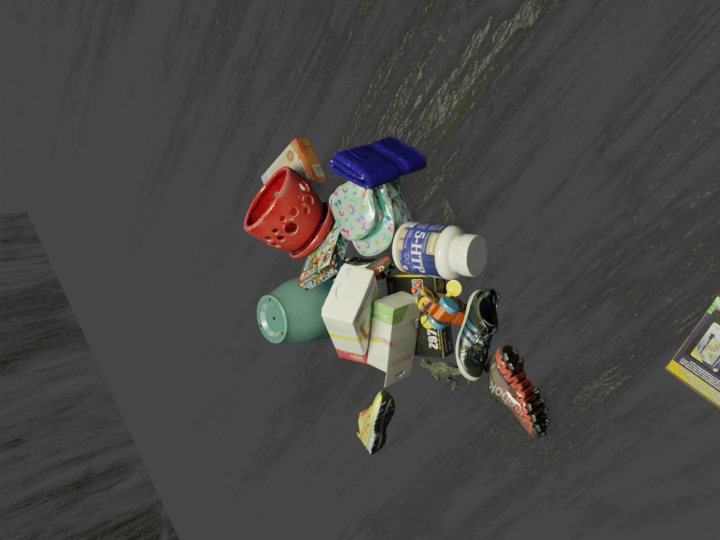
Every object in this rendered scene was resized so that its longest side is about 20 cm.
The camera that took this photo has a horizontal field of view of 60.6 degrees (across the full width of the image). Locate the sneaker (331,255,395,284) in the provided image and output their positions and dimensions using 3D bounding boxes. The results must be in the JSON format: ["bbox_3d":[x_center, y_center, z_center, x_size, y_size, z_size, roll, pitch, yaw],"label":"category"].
[{"bbox_3d":[0.000,0.000,1.540,0.199,0.070,0.099,-30,86,36],"label":"sneaker"}]

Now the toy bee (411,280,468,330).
[{"bbox_3d":[0.170,0.068,1.379,0.131,0.200,0.109,-41,57,10],"label":"toy bee"}]

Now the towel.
[{"bbox_3d":[0.041,-0.255,1.420,0.147,0.198,0.050,31,133,34],"label":"towel"}]

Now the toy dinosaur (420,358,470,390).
[{"bbox_3d":[0.216,0.241,1.452,0.088,0.048,0.199,38,156,-19],"label":"toy dinosaur"}]

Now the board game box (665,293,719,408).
[{"bbox_3d":[0.644,0.158,1.018,0.200,0.056,0.167,41,128,30],"label":"board game box"}]

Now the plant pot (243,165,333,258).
[{"bbox_3d":[-0.184,-0.142,1.631,0.182,0.203,0.199,37,140,-24],"label":"plant pot"}]

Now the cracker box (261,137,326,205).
[{"bbox_3d":[-0.192,-0.263,1.752,0.199,0.057,0.136,-36,75,43],"label":"cracker box"}]

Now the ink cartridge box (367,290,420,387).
[{"bbox_3d":[0.079,0.164,1.475,0.067,0.116,0.204,20,113,37],"label":"ink cartridge box"}]

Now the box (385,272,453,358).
[{"bbox_3d":[0.144,0.107,1.514,0.158,0.049,0.204,-1,99,43],"label":"box"}]

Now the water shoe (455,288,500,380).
[{"bbox_3d":[0.256,0.135,1.332,0.079,0.070,0.204,146,136,-69],"label":"water shoe"}]

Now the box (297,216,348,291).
[{"bbox_3d":[-0.087,-0.055,1.613,0.038,0.202,0.136,37,136,-25],"label":"box"}]

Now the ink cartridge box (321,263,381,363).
[{"bbox_3d":[-0.011,0.105,1.454,0.082,0.147,0.201,12,149,20],"label":"ink cartridge box"}]

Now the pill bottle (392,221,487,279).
[{"bbox_3d":[0.180,-0.044,1.389,0.198,0.119,0.122,9,106,43],"label":"pill bottle"}]

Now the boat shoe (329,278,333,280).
[{"bbox_3d":[-0.045,-0.006,1.664,0.198,0.068,0.086,26,109,37],"label":"boat shoe"}]

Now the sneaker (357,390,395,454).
[{"bbox_3d":[0.031,0.403,1.680,0.090,0.077,0.203,36,123,36],"label":"sneaker"}]

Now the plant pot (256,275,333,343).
[{"bbox_3d":[-0.184,0.119,1.746,0.198,0.186,0.204,14,110,42],"label":"plant pot"}]

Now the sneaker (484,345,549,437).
[{"bbox_3d":[0.333,0.270,1.336,0.098,0.070,0.203,-40,70,42],"label":"sneaker"}]

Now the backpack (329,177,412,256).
[{"bbox_3d":[0.029,-0.139,1.505,0.176,0.149,0.203,-25,87,44],"label":"backpack"}]
